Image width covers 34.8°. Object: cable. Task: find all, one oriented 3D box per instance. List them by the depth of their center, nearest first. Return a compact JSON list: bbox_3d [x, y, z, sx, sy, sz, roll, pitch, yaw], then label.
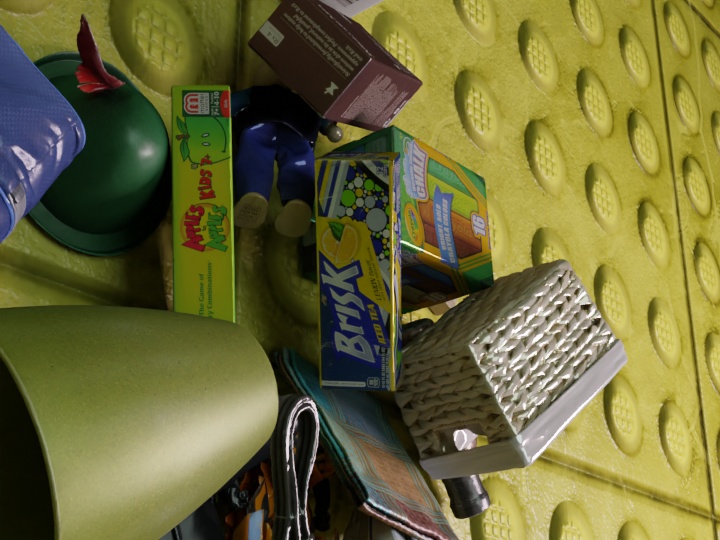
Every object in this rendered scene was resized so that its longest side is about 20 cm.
[{"bbox_3d":[-0.060,0.196,0.848,0.097,0.050,0.202,-15,97,-51],"label":"cable"}]

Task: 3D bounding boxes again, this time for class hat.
[{"bbox_3d":[-0.158,-0.109,0.858,0.200,0.175,0.167,-44,111,-51],"label":"hat"}]

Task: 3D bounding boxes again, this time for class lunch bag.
[{"bbox_3d":[-0.291,-0.095,0.715,0.200,0.135,0.133,51,41,-26],"label":"lunch bag"}]

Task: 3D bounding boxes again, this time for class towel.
[{"bbox_3d":[0.008,0.155,1.000,0.146,0.022,0.200,35,13,-40],"label":"towel"}]

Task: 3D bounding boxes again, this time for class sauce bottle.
[{"bbox_3d":[0.079,0.149,1.156,0.065,0.064,0.201,-28,99,-53],"label":"sauce bottle"}]

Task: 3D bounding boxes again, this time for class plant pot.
[{"bbox_3d":[-0.156,0.100,0.740,0.199,0.186,0.189,-14,86,-44],"label":"plant pot"}]

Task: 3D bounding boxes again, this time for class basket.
[{"bbox_3d":[0.135,0.089,1.087,0.200,0.135,0.124,-36,101,-42],"label":"basket"}]

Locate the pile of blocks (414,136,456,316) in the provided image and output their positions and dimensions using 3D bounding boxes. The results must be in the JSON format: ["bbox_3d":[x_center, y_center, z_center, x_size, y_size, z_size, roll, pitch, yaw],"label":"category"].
[{"bbox_3d":[0.089,-0.056,1.256,0.082,0.062,0.202,-7,82,-53],"label":"pile of blocks"}]

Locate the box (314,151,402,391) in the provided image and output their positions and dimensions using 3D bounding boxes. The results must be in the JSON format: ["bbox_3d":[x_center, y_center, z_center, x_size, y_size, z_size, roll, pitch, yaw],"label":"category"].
[{"bbox_3d":[0.000,0.000,0.997,0.064,0.069,0.202,-51,141,-75],"label":"box"}]

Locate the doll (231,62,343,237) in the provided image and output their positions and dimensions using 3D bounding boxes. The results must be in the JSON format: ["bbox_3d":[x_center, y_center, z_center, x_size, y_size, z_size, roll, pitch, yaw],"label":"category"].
[{"bbox_3d":[-0.083,-0.123,1.045,0.135,0.049,0.201,10,47,-12],"label":"doll"}]

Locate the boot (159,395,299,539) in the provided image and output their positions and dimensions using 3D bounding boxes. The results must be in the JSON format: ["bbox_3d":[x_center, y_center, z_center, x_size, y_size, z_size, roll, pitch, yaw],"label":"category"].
[{"bbox_3d":[-0.115,0.186,0.851,0.197,0.073,0.164,-7,74,-33],"label":"boot"}]

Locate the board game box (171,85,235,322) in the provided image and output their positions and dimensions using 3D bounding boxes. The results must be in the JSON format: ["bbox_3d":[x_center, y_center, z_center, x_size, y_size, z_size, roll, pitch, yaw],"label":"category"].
[{"bbox_3d":[-0.126,-0.034,0.917,0.047,0.102,0.202,-1,78,-7],"label":"board game box"}]

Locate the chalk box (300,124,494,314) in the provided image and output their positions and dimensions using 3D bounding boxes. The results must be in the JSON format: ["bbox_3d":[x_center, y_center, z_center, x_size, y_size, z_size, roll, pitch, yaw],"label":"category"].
[{"bbox_3d":[0.022,-0.051,1.114,0.199,0.123,0.126,22,58,-46],"label":"chalk box"}]

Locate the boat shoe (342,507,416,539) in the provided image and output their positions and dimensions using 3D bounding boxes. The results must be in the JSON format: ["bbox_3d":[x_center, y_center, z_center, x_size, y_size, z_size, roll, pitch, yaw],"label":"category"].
[{"bbox_3d":[0.013,0.228,1.002,0.072,0.062,0.200,63,4,-3],"label":"boat shoe"}]

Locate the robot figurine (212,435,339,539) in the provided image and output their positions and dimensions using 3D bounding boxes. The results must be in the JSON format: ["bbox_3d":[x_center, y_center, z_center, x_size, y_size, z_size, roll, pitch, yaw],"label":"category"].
[{"bbox_3d":[-0.064,0.209,0.948,0.145,0.058,0.202,27,55,-47],"label":"robot figurine"}]

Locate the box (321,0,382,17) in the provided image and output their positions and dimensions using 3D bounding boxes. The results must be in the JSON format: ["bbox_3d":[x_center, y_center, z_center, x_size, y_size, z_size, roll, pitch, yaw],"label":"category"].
[{"bbox_3d":[-0.020,-0.388,1.136,0.199,0.198,0.173,31,52,-41],"label":"box"}]

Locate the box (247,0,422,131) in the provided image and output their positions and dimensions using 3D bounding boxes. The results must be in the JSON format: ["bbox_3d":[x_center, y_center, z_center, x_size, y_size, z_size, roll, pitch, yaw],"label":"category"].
[{"bbox_3d":[-0.019,-0.194,1.087,0.100,0.075,0.200,44,15,9],"label":"box"}]
